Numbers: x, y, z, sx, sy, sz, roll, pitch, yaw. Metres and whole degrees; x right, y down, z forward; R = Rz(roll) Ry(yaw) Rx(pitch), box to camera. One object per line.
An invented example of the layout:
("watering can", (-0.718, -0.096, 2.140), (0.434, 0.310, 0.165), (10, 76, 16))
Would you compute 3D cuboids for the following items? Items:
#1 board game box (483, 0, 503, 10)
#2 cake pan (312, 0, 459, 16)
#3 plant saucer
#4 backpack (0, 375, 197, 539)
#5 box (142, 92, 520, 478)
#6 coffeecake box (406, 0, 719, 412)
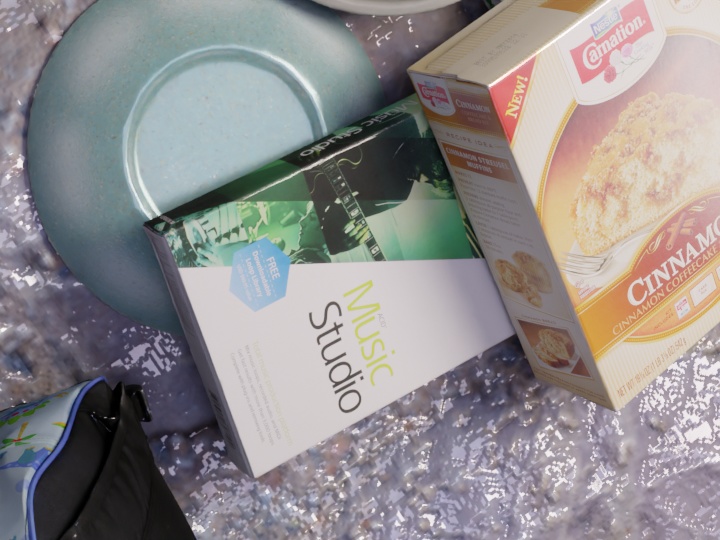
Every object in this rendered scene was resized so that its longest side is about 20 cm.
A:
("board game box", (0.107, -0.206, 0.923), (0.126, 0.035, 0.201), (-36, 103, -9))
("cake pan", (0.013, -0.234, 0.862), (0.199, 0.037, 0.202), (1, 107, 3))
("plant saucer", (-0.073, -0.062, 0.885), (0.199, 0.039, 0.203), (-2, 96, -16))
("backpack", (-0.154, 0.170, 0.801), (0.146, 0.200, 0.184), (-23, 103, 8))
("box", (0.000, 0.000, 0.883), (0.199, 0.036, 0.145), (-28, 116, -21))
("coffeecake box", (0.133, -0.056, 0.884), (0.153, 0.073, 0.201), (-37, 120, -21))
